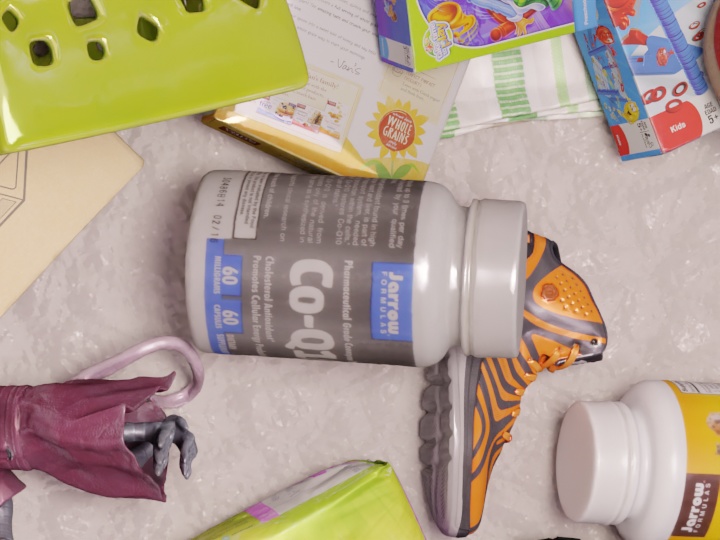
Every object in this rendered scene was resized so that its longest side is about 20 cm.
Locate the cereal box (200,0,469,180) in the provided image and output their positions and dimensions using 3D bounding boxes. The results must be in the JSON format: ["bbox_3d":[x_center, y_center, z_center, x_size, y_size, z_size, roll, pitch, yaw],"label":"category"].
[{"bbox_3d":[0.002,-0.157,1.648,0.143,0.039,0.201,24,81,-16],"label":"cereal box"}]

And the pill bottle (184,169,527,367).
[{"bbox_3d":[0.000,0.000,1.601,0.199,0.114,0.115,3,89,8],"label":"pill bottle"}]

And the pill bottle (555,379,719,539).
[{"bbox_3d":[0.231,0.127,1.701,0.199,0.109,0.110,3,89,-15],"label":"pill bottle"}]

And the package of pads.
[{"bbox_3d":[-0.043,0.221,1.646,0.199,0.068,0.155,-28,98,-14],"label":"package of pads"}]

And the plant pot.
[{"bbox_3d":[-0.171,-0.168,1.510,0.199,0.199,0.183,-16,98,-29],"label":"plant pot"}]

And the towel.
[{"bbox_3d":[0.076,-0.164,1.701,0.199,0.023,0.154,-10,92,-15],"label":"towel"}]

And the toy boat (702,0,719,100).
[{"bbox_3d":[0.307,-0.168,1.644,0.130,0.131,0.201,32,76,-17],"label":"toy boat"}]

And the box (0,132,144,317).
[{"bbox_3d":[-0.257,-0.078,1.609,0.200,0.021,0.164,45,78,-10],"label":"box"}]

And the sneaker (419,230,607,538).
[{"bbox_3d":[0.101,0.072,1.681,0.111,0.078,0.201,5,89,-15],"label":"sneaker"}]

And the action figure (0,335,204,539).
[{"bbox_3d":[-0.204,0.088,1.583,0.199,0.134,0.150,3,50,10],"label":"action figure"}]

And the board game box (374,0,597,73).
[{"bbox_3d":[0.069,-0.234,1.600,0.134,0.045,0.201,-16,111,-24],"label":"board game box"}]

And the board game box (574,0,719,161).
[{"bbox_3d":[0.227,-0.200,1.714,0.199,0.056,0.197,-25,97,-21],"label":"board game box"}]

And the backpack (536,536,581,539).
[{"bbox_3d":[0.169,0.282,1.667,0.175,0.153,0.201,6,95,-21],"label":"backpack"}]
